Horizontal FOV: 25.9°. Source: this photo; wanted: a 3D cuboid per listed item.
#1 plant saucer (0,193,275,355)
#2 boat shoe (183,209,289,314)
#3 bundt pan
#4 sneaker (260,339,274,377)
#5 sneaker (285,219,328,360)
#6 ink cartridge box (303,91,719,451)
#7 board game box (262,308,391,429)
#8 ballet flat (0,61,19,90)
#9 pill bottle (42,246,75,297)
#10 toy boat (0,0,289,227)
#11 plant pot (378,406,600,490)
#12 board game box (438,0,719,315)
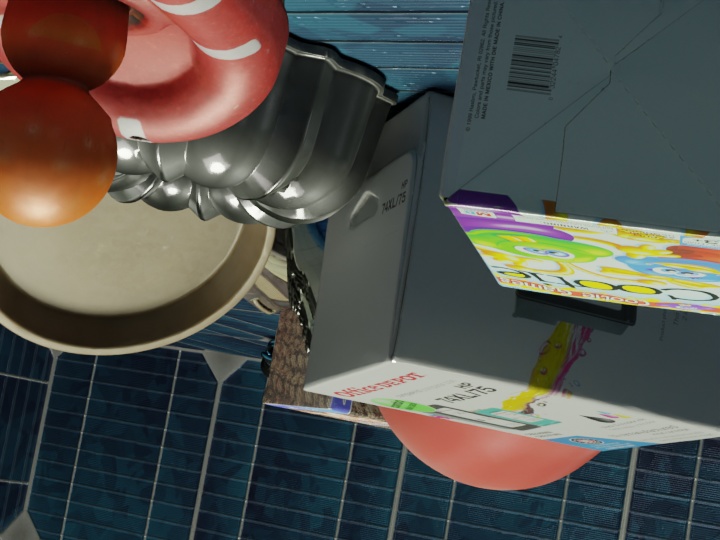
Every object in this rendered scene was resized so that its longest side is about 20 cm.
[{"bbox_3d":[-0.153,-0.027,0.997,0.200,0.200,0.029,14,-146,-28],"label":"plant saucer"},{"bbox_3d":[-0.100,-0.018,1.097,0.200,0.073,0.075,34,-157,-41],"label":"boat shoe"},{"bbox_3d":[-0.086,-0.072,0.817,0.201,0.076,0.202,11,173,1],"label":"bundt pan"},{"bbox_3d":[-0.137,0.147,2.740,0.082,0.073,0.200,30,161,-18],"label":"sneaker"},{"bbox_3d":[0.000,0.000,1.001,0.090,0.079,0.200,-7,-144,-9],"label":"sneaker"},{"bbox_3d":[0.091,0.008,0.868,0.200,0.146,0.147,13,166,-18],"label":"ink cartridge box"},{"bbox_3d":[0.043,0.046,1.231,0.200,0.160,0.097,14,171,-33],"label":"board game box"},{"bbox_3d":[-0.202,-0.109,0.714,0.200,0.067,0.068,6,172,30],"label":"ballet flat"},{"bbox_3d":[-0.268,-0.046,1.103,0.200,0.120,0.120,7,173,23],"label":"pill bottle"},{"bbox_3d":[-0.103,-0.079,0.550,0.130,0.131,0.200,9,173,13],"label":"toy boat"},{"bbox_3d":[0.121,0.044,1.052,0.200,0.201,0.177,12,164,-13],"label":"plant pot"},{"bbox_3d":[0.101,-0.050,0.603,0.103,0.105,0.200,8,173,12],"label":"board game box"}]
